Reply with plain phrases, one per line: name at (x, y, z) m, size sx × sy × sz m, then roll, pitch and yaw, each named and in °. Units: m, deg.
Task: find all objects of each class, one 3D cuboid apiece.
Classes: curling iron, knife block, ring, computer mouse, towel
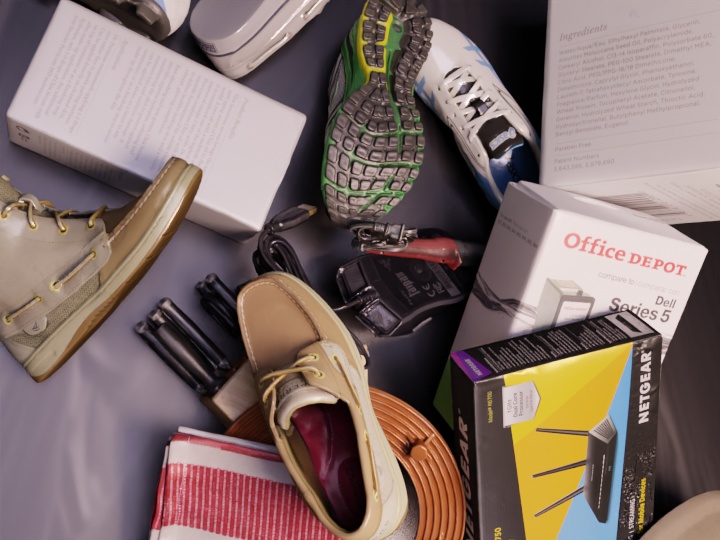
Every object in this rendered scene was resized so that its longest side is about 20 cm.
curling iron at (0.075, -0.014, 0.776) m, size 0.199 × 0.049 × 0.026 m, roll 9°, pitch 86°, yaw -38°
knife block at (-0.083, 0.105, 0.739) m, size 0.174 × 0.064 × 0.202 m, roll 1°, pitch 83°, yaw -17°
ring at (-0.021, 0.180, 0.706) m, size 0.199 × 0.019 × 0.202 m, roll 0°, pitch 102°, yaw 0°
computer mouse at (0.000, 0.000, 0.773) m, size 0.141 × 0.046 × 0.200 m, roll 49°, pitch 43°, yaw 10°
towel at (-0.086, 0.221, 0.694) m, size 0.143 × 0.023 × 0.201 m, roll 12°, pitch 100°, yaw -3°

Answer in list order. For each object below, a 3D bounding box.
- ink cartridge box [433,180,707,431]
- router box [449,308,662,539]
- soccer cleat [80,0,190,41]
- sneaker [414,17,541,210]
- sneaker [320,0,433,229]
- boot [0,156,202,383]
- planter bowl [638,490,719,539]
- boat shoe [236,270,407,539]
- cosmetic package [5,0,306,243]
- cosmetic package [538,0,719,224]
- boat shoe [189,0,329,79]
ink cartridge box at (0.163, 0.046, 0.770) m, size 0.145 × 0.084 × 0.201 m, roll 11°, pitch 106°, yaw -21°
router box at (0.147, 0.141, 0.724) m, size 0.148 × 0.051 × 0.201 m, roll -12°, pitch 116°, yaw -13°
soccer cleat at (-0.220, -0.254, 0.744) m, size 0.199 × 0.070 × 0.087 m, roll 31°, pitch 59°, yaw -14°
sneaker at (0.105, -0.132, 0.821) m, size 0.072 × 0.072 × 0.201 m, roll -35°, pitch 95°, yaw -4°
sneaker at (0.008, -0.123, 0.782) m, size 0.078 × 0.085 × 0.201 m, roll 20°, pitch 68°, yaw -18°
boot at (-0.221, -0.038, 0.678) m, size 0.155 × 0.072 × 0.200 m, roll 42°, pitch 105°, yaw -5°
planter bowl at (0.291, 0.294, 0.752) m, size 0.199 × 0.135 × 0.202 m, roll -17°, pitch 121°, yaw -30°
boat shoe at (-0.031, 0.087, 0.645) m, size 0.074 × 0.066 × 0.201 m, roll -33°, pitch 75°, yaw 10°
cosmetic package at (-0.155, -0.109, 0.737) m, size 0.199 × 0.071 × 0.102 m, roll 25°, pitch 76°, yaw -13°
cosmetic package at (0.263, -0.154, 0.802) m, size 0.164 × 0.164 × 0.202 m, roll 13°, pitch 79°, yaw -47°
boat shoe at (-0.051, -0.237, 0.785) m, size 0.072 × 0.066 × 0.200 m, roll 33°, pitch 77°, yaw 27°
